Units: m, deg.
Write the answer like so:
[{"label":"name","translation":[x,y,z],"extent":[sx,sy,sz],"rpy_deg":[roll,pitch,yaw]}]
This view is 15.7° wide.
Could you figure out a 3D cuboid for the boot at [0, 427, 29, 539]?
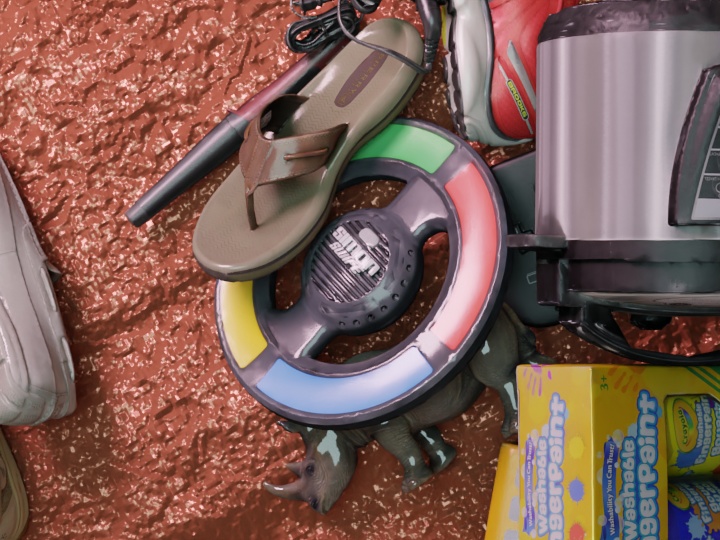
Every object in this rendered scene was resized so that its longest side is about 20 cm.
[{"label":"boot","translation":[-0.279,0.084,1.598],"extent":[0.072,0.155,0.201],"rpy_deg":[-23,84,9]}]

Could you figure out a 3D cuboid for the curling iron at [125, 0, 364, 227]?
[{"label":"curling iron","translation":[-0.075,-0.102,1.628],"extent":[0.200,0.026,0.050],"rpy_deg":[-45,118,10]}]

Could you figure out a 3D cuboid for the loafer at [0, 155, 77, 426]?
[{"label":"loafer","translation":[-0.225,0.003,1.640],"extent":[0.070,0.069,0.202],"rpy_deg":[-28,68,38]}]

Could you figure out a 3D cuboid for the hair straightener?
[{"label":"hair straightener","translation":[0.001,-0.208,1.596],"extent":[0.076,0.041,0.201],"rpy_deg":[-20,75,11]}]

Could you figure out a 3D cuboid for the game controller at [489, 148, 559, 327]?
[{"label":"game controller","translation":[0.167,-0.040,1.575],"extent":[0.199,0.042,0.105],"rpy_deg":[-20,85,10]}]

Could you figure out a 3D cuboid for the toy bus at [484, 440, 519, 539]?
[{"label":"toy bus","translation":[0.108,0.208,1.567],"extent":[0.078,0.065,0.202],"rpy_deg":[10,90,11]}]

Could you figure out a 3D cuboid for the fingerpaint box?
[{"label":"fingerpaint box","translation":[0.174,0.154,1.504],"extent":[0.073,0.166,0.202],"rpy_deg":[-3,86,55]}]

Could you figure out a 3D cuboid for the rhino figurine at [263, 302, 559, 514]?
[{"label":"rhino figurine","translation":[0.025,0.086,1.590],"extent":[0.199,0.060,0.088],"rpy_deg":[-29,88,16]}]

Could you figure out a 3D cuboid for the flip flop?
[{"label":"flip flop","translation":[-0.036,-0.080,1.578],"extent":[0.081,0.058,0.200],"rpy_deg":[32,78,40]}]

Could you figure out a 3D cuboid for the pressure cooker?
[{"label":"pressure cooker","translation":[0.185,-0.047,1.466],"extent":[0.175,0.178,0.202],"rpy_deg":[1,89,25]}]

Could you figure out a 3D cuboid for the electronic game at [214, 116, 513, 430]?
[{"label":"electronic game","translation":[0.000,0.000,1.571],"extent":[0.199,0.042,0.202],"rpy_deg":[-13,61,24]}]

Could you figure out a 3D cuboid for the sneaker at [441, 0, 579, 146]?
[{"label":"sneaker","translation":[0.091,-0.177,1.589],"extent":[0.084,0.077,0.202],"rpy_deg":[-3,93,-8]}]
